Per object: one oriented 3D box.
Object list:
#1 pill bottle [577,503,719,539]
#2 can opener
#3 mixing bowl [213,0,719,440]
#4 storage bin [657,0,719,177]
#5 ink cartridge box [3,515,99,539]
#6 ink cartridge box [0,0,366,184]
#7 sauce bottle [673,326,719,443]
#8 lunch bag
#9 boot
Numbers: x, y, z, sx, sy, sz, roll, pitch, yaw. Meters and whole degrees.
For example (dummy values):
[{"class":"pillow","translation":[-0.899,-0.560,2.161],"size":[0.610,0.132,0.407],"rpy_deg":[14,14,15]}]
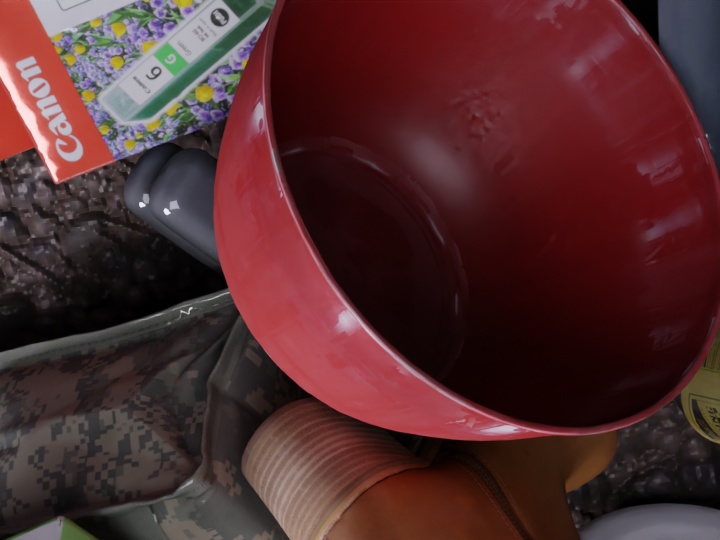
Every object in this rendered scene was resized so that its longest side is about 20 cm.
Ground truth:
[{"class":"pill bottle","translation":[0.133,0.211,1.034],"size":[0.111,0.112,0.201],"rpy_deg":[1,118,2]},{"class":"can opener","translation":[0.000,0.000,0.957],"size":[0.200,0.053,0.067],"rpy_deg":[37,81,-27]},{"class":"mixing bowl","translation":[0.023,-0.018,0.849],"size":[0.200,0.201,0.108],"rpy_deg":[36,140,-16]},{"class":"storage bin","translation":[0.200,-0.109,0.841],"size":[0.134,0.145,0.201],"rpy_deg":[-19,121,-24]},{"class":"ink cartridge box","translation":[-0.099,0.195,0.916],"size":[0.145,0.084,0.200],"rpy_deg":[-26,130,34]},{"class":"ink cartridge box","translation":[-0.108,-0.098,0.915],"size":[0.199,0.050,0.109],"rpy_deg":[-20,116,12]},{"class":"sauce bottle","translation":[0.155,0.038,0.899],"size":[0.066,0.200,0.066],"rpy_deg":[-1,92,-18]},{"class":"lunch bag","translation":[-0.091,0.111,0.973],"size":[0.199,0.118,0.164],"rpy_deg":[-15,132,31]},{"class":"boot","translation":[0.067,0.105,0.884],"size":[0.200,0.155,0.077],"rpy_deg":[5,123,-51]}]
